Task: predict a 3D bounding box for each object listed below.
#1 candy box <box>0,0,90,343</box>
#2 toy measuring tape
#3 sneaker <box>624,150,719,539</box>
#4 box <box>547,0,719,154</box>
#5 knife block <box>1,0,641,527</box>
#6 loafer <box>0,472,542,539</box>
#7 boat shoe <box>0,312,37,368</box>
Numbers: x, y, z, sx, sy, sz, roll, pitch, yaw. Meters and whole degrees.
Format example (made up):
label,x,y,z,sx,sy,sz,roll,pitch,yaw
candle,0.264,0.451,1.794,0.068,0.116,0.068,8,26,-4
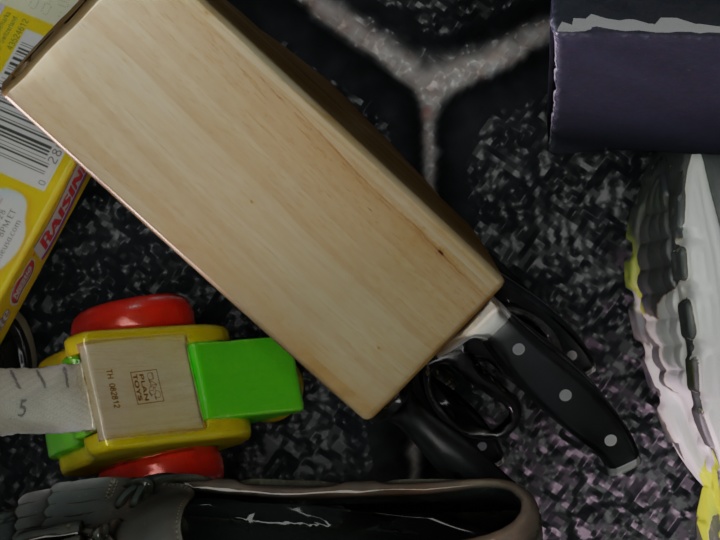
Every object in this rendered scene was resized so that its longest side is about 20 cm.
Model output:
label,x,y,z,sx,sy,sz,roll,pitch,yaw
candy box,-0.154,-0.014,0.759,0.102,0.026,0.200,23,75,16
toy measuring tape,-0.098,0.045,0.739,0.074,0.200,0.074,3,94,44
sneaker,0.147,0.044,0.770,0.085,0.074,0.200,-15,98,-8
box,0.158,-0.141,0.695,0.197,0.124,0.200,2,77,6
knife block,0.000,0.000,0.721,0.064,0.200,0.176,-46,61,6
loafer,-0.042,0.085,0.702,0.200,0.072,0.063,0,138,-11
boat shoe,-0.214,0.047,0.794,0.201,0.063,0.074,-10,95,6
